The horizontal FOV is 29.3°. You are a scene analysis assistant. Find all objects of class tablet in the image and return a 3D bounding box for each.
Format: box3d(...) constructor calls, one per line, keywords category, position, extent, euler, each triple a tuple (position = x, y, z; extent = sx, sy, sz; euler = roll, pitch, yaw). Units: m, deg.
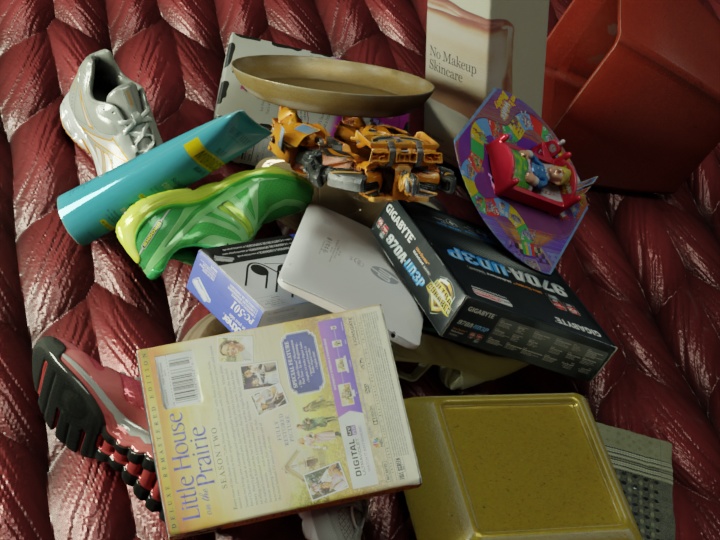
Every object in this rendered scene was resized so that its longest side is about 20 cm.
box3d(category="tablet", position=(0.000, 0.000, 1.204), extent=(0.129, 0.014, 0.200), euler=(26, 22, -4))

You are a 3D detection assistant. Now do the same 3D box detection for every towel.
box3d(category="towel", position=(0.179, 0.205, 1.187), extent=(0.197, 0.035, 0.194), euler=(14, 43, -2))

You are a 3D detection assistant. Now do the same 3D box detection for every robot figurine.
box3d(category="robot figurine", position=(0.000, -0.106, 1.250), extent=(0.143, 0.059, 0.199), euler=(-2, 16, -29))

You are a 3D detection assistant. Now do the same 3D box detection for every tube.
box3d(category="tube", position=(-0.178, -0.089, 1.241), extent=(0.198, 0.077, 0.051), euler=(-27, 80, 10))

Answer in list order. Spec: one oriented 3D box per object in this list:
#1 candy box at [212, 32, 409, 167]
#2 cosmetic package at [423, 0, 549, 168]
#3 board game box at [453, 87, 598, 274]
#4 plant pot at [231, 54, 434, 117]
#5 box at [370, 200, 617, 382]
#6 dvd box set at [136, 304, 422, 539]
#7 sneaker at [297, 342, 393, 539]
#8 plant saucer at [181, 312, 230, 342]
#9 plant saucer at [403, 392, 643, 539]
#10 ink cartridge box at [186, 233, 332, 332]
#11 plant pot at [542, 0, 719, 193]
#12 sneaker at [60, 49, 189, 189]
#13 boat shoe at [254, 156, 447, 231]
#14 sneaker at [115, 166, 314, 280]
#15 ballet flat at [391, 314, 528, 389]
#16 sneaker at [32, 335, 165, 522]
box3d(category="candy box", position=(-0.051, -0.161, 1.421), extent=(0.197, 0.061, 0.137), euler=(13, 46, -8))
box3d(category="cosmetic package", position=(0.127, -0.211, 1.416), extent=(0.086, 0.203, 0.103), euler=(-19, 32, -32))
box3d(category="board game box", position=(0.169, -0.098, 1.323), extent=(0.159, 0.039, 0.200), euler=(52, 38, -11))
box3d(category="plant pot", position=(-0.027, -0.177, 1.329), extent=(0.197, 0.028, 0.200), euler=(6, 18, -2))
box3d(category="box", position=(0.121, 0.016, 1.254), extent=(0.198, 0.046, 0.160), euler=(19, 26, -36))
box3d(category="dvd box set", position=(-0.064, 0.115, 1.060), extent=(0.197, 0.029, 0.148), euler=(-11, 72, -10))
box3d(category="sneaker", position=(-0.007, 0.145, 1.099), extent=(0.081, 0.075, 0.203), euler=(-6, 72, 14))
box3d(category="plant saucer", position=(-0.066, 0.096, 1.202), extent=(0.197, 0.030, 0.202), euler=(10, 46, -11))
box3d(category="plant saucer", position=(0.135, 0.173, 1.146), extent=(0.197, 0.049, 0.201), euler=(0, 46, -17))
box3d(category="ink cartridge box", position=(-0.050, 0.011, 1.232), extent=(0.199, 0.045, 0.094), euler=(-11, 43, -47))
box3d(category="plant pot", position=(0.303, -0.202, 1.497), extent=(0.174, 0.201, 0.201), euler=(23, 44, -12))
box3d(category="sneaker", position=(-0.219, -0.123, 1.304), extent=(0.075, 0.092, 0.200), euler=(-25, 66, -36))
box3d(category="boat shoe", position=(-0.008, -0.067, 1.349), extent=(0.197, 0.073, 0.065), euler=(15, 20, 12))
box3d(category="sneaker", position=(-0.127, -0.038, 1.255), extent=(0.198, 0.074, 0.084), euler=(-19, 80, -32))
box3d(category="ballet flat", position=(0.071, 0.073, 1.239), extent=(0.198, 0.070, 0.070), euler=(16, 42, -31))
box3d(category="sneaker", position=(-0.182, 0.121, 1.120), extent=(0.200, 0.074, 0.087), euler=(40, 41, 9))
